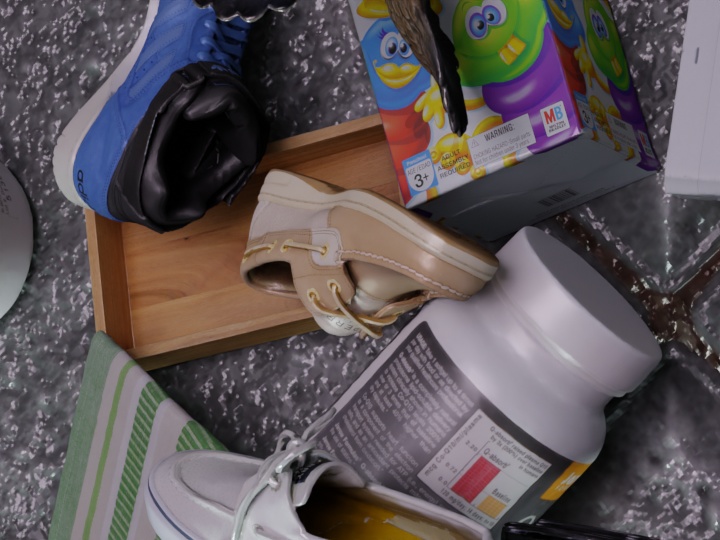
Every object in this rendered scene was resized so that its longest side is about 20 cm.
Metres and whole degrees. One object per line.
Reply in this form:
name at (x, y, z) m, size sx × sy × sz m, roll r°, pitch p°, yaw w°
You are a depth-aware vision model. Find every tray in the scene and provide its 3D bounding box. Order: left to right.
tray at (-0.053, -0.013, 1.547) m, size 0.199 × 0.037 × 0.099 m, roll -13°, pitch 75°, yaw 25°

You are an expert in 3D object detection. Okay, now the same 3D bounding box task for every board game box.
board game box at (0.062, -0.132, 1.465) m, size 0.104 × 0.103 × 0.201 m, roll -23°, pitch 71°, yaw 23°

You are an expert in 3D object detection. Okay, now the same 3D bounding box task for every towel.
towel at (-0.108, 0.138, 1.492) m, size 0.200 × 0.023 × 0.153 m, roll 37°, pitch 118°, yaw 56°

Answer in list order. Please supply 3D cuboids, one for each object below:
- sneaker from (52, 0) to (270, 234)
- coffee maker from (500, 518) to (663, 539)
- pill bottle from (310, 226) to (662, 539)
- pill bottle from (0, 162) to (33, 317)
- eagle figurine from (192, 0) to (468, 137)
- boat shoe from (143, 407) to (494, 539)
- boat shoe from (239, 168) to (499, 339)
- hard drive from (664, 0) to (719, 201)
sneaker at (-0.076, -0.110, 1.526) m, size 0.111 × 0.077 × 0.200 m, roll 23°, pitch 77°, yaw 49°
coffee maker at (0.109, 0.220, 1.327) m, size 0.134 × 0.192 × 0.201 m, roll 6°, pitch 84°, yaw 29°
pill bottle at (0.049, 0.082, 1.427) m, size 0.200 × 0.116 × 0.116 m, roll -47°, pitch 63°, yaw 14°
pill bottle at (-0.278, -0.028, 1.578) m, size 0.114 × 0.200 × 0.115 m, roll -5°, pitch 79°, yaw 27°
eagle figurine at (0.003, -0.179, 1.358) m, size 0.151 × 0.151 × 0.201 m, roll 15°, pitch 81°, yaw 18°
boat shoe at (-0.021, 0.106, 1.321) m, size 0.201 × 0.075 × 0.086 m, roll 22°, pitch 133°, yaw 35°
boat shoe at (0.000, 0.000, 1.419) m, size 0.069 × 0.074 × 0.200 m, roll -65°, pitch 26°, yaw -4°
hard drive at (0.237, -0.092, 1.303) m, size 0.199 × 0.026 × 0.133 m, roll 5°, pitch 84°, yaw 37°
